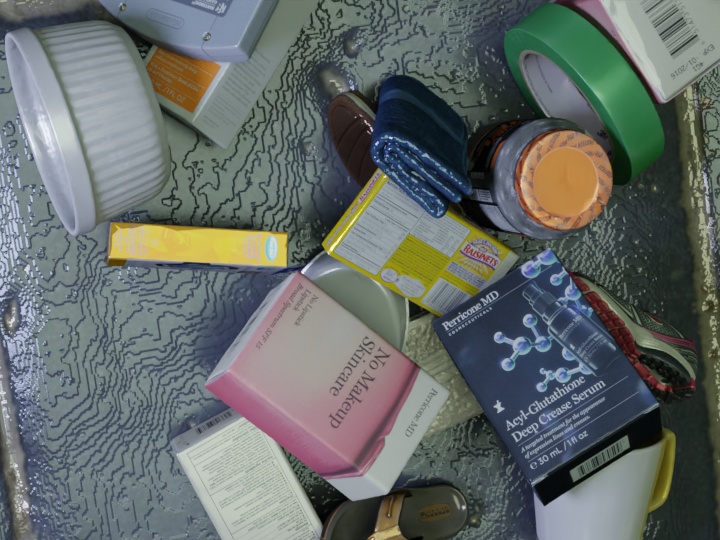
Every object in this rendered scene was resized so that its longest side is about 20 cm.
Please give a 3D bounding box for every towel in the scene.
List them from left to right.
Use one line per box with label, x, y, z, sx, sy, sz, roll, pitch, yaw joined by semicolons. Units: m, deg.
towel;0.063;-0.135;1.314;0.111;0.200;0.049;39;114;-14
towel;0.127;0.091;1.430;0.199;0.034;0.134;-24;99;-9

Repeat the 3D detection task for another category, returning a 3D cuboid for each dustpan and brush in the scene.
dustpan and brush;0.000;0.000;1.369;0.138;0.057;0.201;18;117;4

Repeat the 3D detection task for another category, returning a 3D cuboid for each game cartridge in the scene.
game cartridge;-0.163;-0.278;1.270;0.199;0.041;0.134;24;89;31

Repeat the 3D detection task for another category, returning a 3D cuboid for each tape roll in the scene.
tape roll;0.229;-0.181;1.341;0.048;0.200;0.201;-39;102;-7

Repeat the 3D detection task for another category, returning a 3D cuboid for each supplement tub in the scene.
supplement tub;0.178;-0.095;1.338;0.121;0.200;0.124;-1;95;-12

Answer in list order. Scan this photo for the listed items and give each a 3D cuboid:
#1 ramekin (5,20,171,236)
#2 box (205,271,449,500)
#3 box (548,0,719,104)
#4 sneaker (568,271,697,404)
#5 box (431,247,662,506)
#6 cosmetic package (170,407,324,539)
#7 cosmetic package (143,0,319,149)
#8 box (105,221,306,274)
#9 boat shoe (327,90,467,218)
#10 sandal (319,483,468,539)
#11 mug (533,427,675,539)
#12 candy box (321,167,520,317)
ramekin;-0.259;-0.143;1.248;0.104;0.200;0.202;-19;99;-18
box;-0.034;0.118;1.296;0.199;0.109;0.128;38;69;-8
box;0.282;-0.251;1.345;0.109;0.200;0.128;-37;101;-6
sneaker;0.293;0.067;1.445;0.200;0.080;0.075;39;49;-17
box;0.190;0.108;1.319;0.148;0.107;0.201;-33;64;1
cosmetic package;-0.109;0.248;1.375;0.105;0.071;0.201;-27;100;-10
cosmetic package;-0.131;-0.237;1.302;0.101;0.071;0.201;30;87;30
box;-0.156;-0.021;1.315;0.198;0.119;0.042;1;86;-13
boat shoe;0.043;-0.108;1.386;0.075;0.075;0.203;-38;97;-42
sandal;0.043;0.274;1.386;0.198;0.054;0.083;-6;83;-32
mug;0.272;0.243;1.424;0.185;0.149;0.155;1;103;-5
candy box;0.064;-0.020;1.324;0.199;0.026;0.103;30;103;-35
